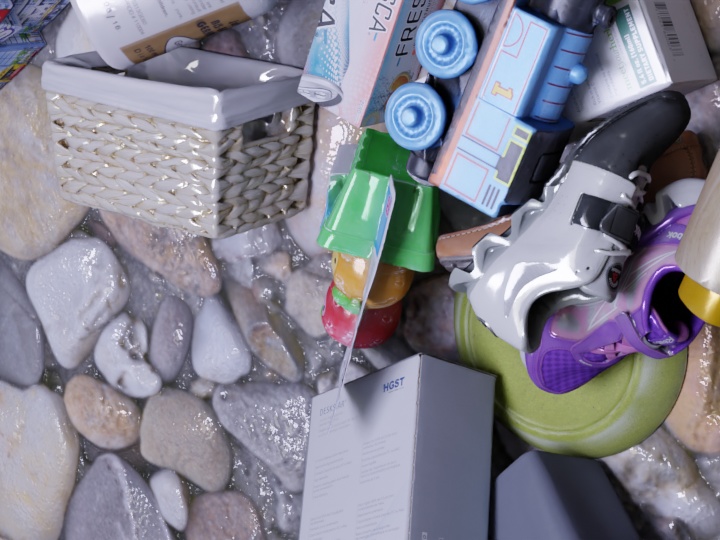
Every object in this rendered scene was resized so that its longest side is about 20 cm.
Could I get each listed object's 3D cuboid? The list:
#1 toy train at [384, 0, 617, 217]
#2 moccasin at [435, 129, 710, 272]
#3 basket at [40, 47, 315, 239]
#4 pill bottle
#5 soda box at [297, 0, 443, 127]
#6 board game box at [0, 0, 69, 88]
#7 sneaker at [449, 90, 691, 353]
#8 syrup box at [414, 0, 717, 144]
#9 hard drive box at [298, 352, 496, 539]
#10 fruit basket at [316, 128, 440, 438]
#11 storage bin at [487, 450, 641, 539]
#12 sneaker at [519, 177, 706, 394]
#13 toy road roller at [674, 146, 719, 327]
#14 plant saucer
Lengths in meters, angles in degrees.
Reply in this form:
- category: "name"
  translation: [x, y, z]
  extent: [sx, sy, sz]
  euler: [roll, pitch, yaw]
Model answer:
- category: "toy train"
  translation: [0.097, -0.137, 1.071]
  extent: [0.114, 0.087, 0.200]
  euler: [30, 111, 22]
- category: "moccasin"
  translation: [0.147, -0.047, 1.137]
  extent: [0.201, 0.074, 0.078]
  euler: [-21, 71, 21]
- category: "basket"
  translation: [-0.148, -0.109, 1.323]
  extent: [0.200, 0.135, 0.124]
  euler: [14, 111, 34]
- category: "pill bottle"
  translation: [-0.121, -0.242, 1.246]
  extent: [0.199, 0.114, 0.115]
  euler: [-20, 89, 8]
- category: "soda box"
  translation: [0.021, -0.213, 1.218]
  extent: [0.068, 0.064, 0.200]
  euler: [32, 118, 26]
- category: "board game box"
  translation: [-0.364, -0.215, 1.413]
  extent: [0.200, 0.200, 0.062]
  euler: [-34, 80, 37]
- category: "sneaker"
  translation: [0.156, -0.027, 1.054]
  extent: [0.200, 0.074, 0.089]
  euler: [-47, 61, 17]
- category: "syrup box"
  translation: [0.140, -0.133, 1.139]
  extent: [0.200, 0.081, 0.079]
  euler: [-22, 85, 37]
- category: "hard drive box"
  translation: [0.024, 0.182, 1.225]
  extent: [0.156, 0.077, 0.201]
  euler: [-26, 53, 52]
- category: "fruit basket"
  translation: [0.000, 0.000, 1.221]
  extent: [0.093, 0.185, 0.200]
  euler: [19, 113, -2]
- category: "storage bin"
  translation: [0.136, 0.235, 1.212]
  extent: [0.200, 0.145, 0.135]
  euler: [-47, 46, 35]
- category: "sneaker"
  translation: [0.185, 0.029, 1.092]
  extent: [0.200, 0.080, 0.089]
  euler: [-45, 35, 33]
- category: "toy road roller"
  translation: [0.279, -0.039, 1.001]
  extent: [0.146, 0.199, 0.123]
  euler: [-120, 44, -56]
- category: "plant saucer"
  translation: [0.148, 0.049, 1.210]
  extent: [0.200, 0.031, 0.201]
  euler: [10, 108, 34]
